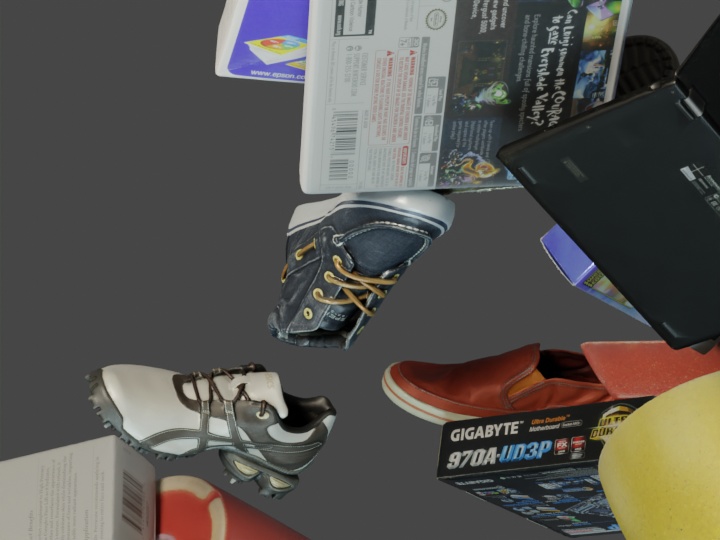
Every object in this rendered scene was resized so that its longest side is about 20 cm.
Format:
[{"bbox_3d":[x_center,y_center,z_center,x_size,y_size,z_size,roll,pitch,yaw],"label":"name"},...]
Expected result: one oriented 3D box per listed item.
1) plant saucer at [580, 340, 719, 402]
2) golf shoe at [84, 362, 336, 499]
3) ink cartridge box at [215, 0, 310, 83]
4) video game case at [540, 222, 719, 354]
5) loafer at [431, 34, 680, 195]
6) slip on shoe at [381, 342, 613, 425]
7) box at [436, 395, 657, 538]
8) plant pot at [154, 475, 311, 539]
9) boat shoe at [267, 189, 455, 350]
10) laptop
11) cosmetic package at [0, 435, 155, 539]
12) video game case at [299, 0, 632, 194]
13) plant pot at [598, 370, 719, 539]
[{"bbox_3d":[0.276,0.096,1.838,0.199,0.037,0.200,-2,159,28],"label":"plant saucer"},{"bbox_3d":[-0.107,0.095,1.944,0.199,0.078,0.095,21,125,-37],"label":"golf shoe"},{"bbox_3d":[0.032,-0.174,1.501,0.197,0.044,0.200,4,147,-14],"label":"ink cartridge box"},{"bbox_3d":[0.232,-0.049,1.634,0.200,0.046,0.181,-44,146,14],"label":"video game case"},{"bbox_3d":[0.107,-0.083,1.634,0.199,0.076,0.068,-13,142,17],"label":"loafer"},{"bbox_3d":[0.115,0.081,1.937,0.199,0.074,0.062,4,114,1],"label":"slip on shoe"},{"bbox_3d":[0.178,0.142,1.883,0.199,0.046,0.159,-11,153,43],"label":"box"},{"bbox_3d":[-0.117,0.267,2.124,0.200,0.201,0.177,-19,136,26],"label":"plant pot"},{"bbox_3d":[0.000,0.000,1.686,0.071,0.091,0.200,18,167,-17],"label":"boat shoe"},{"bbox_3d":[0.220,-0.077,1.540,0.199,0.116,0.187,-22,126,36],"label":"laptop"},{"bbox_3d":[-0.263,0.205,2.076,0.199,0.102,0.074,-14,147,21],"label":"cosmetic package"},{"bbox_3d":[0.059,-0.119,1.511,0.181,0.023,0.201,-2,140,-6],"label":"video game case"},{"bbox_3d":[0.266,0.172,1.724,0.199,0.143,0.200,-7,146,-5],"label":"plant pot"}]
